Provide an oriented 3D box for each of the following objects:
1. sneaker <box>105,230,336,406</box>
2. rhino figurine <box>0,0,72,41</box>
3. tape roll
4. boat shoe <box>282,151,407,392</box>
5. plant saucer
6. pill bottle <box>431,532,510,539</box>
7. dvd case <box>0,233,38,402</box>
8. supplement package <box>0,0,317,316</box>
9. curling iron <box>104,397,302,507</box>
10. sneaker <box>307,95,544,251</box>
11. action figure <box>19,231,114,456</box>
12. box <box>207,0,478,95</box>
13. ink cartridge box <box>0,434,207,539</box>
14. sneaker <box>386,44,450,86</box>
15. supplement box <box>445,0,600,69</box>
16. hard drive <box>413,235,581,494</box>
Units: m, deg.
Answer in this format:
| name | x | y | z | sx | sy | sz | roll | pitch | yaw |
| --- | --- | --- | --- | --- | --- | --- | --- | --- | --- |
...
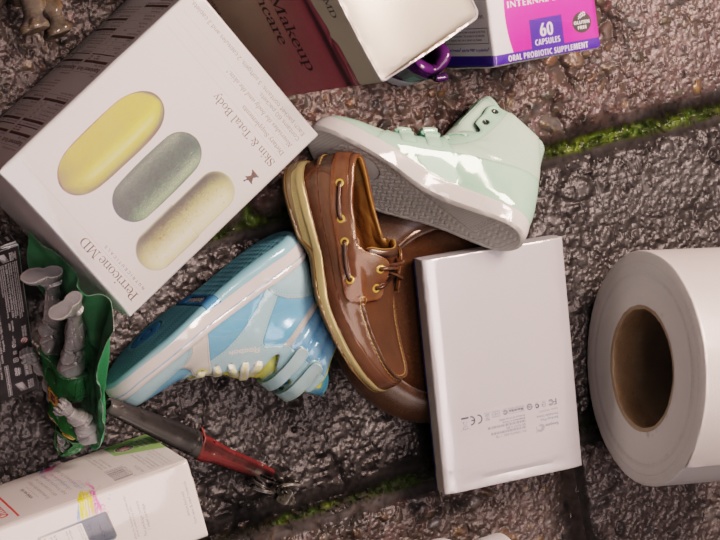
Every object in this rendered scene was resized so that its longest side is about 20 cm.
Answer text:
| name | x | y | z | sx | sy | sz | roll | pitch | yaw |
| --- | --- | --- | --- | --- | --- | --- | --- | --- | --- |
| sneaker | -0.098 | 0.075 | 1.660 | 0.200 | 0.080 | 0.131 | -38 | 107 | -13 |
| rhino figurine | -0.323 | -0.195 | 1.546 | 0.200 | 0.060 | 0.088 | -19 | 84 | -19 |
| tape roll | 0.300 | 0.080 | 1.758 | 0.139 | 0.203 | 0.203 | -1 | 96 | -22 |
| boat shoe | 0.000 | 0.000 | 1.664 | 0.067 | 0.072 | 0.200 | -18 | 92 | 22 |
| plant saucer | 0.070 | 0.033 | 1.751 | 0.200 | 0.032 | 0.201 | -3 | 97 | -21 |
| pill bottle | 0.042 | 0.292 | 1.723 | 0.200 | 0.112 | 0.113 | -17 | 102 | -20 |
| dvd case | -0.345 | 0.062 | 1.549 | 0.200 | 0.022 | 0.146 | -21 | 131 | -23 |
| supplement package | -0.172 | -0.094 | 1.571 | 0.200 | 0.151 | 0.152 | -45 | 110 | -12 |
| curling iron | -0.123 | 0.143 | 1.658 | 0.200 | 0.050 | 0.026 | 32 | 83 | -32 |
| sneaker | 0.058 | -0.103 | 1.720 | 0.200 | 0.074 | 0.118 | 24 | 57 | -6 |
| action figure | -0.225 | 0.078 | 1.576 | 0.055 | 0.118 | 0.200 | -25 | 143 | -22 |
| box | -0.028 | -0.215 | 1.582 | 0.109 | 0.200 | 0.128 | -37 | 109 | -27 |
| ink cartridge box | -0.234 | 0.198 | 1.596 | 0.200 | 0.117 | 0.067 | -18 | 103 | -20 |
| sneaker | 0.024 | -0.245 | 1.669 | 0.074 | 0.088 | 0.200 | -30 | 106 | -17 |
| supplement box | 0.120 | -0.273 | 1.699 | 0.101 | 0.103 | 0.200 | -13 | 99 | -20 |
| hard drive | 0.117 | 0.079 | 1.744 | 0.132 | 0.025 | 0.200 | -10 | 100 | -21 |
